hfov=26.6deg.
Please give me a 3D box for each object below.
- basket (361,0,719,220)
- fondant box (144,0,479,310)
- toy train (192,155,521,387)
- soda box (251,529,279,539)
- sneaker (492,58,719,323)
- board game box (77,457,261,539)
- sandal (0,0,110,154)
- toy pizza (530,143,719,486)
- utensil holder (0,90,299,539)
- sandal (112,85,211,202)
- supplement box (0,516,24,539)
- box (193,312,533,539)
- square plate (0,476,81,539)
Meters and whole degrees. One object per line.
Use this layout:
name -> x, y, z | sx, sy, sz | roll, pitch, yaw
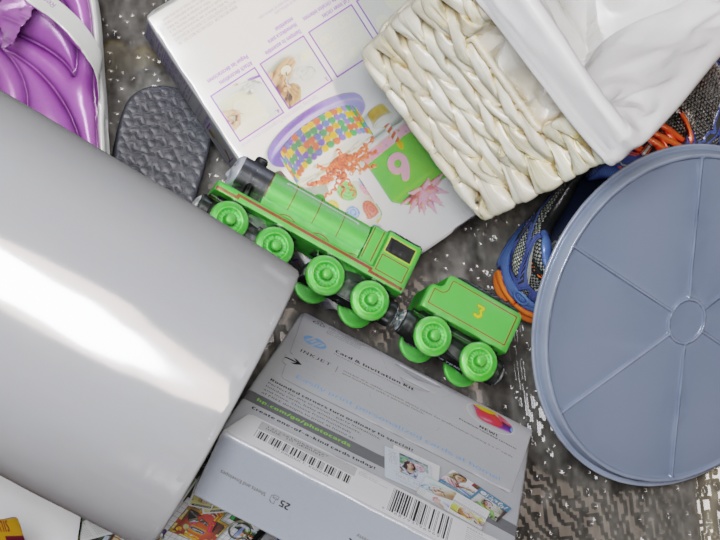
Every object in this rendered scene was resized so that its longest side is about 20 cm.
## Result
basket -> 0.110, -0.138, 0.850 | 0.136, 0.123, 0.200 | 52, 44, -8
fondant box -> -0.014, -0.098, 0.895 | 0.144, 0.058, 0.201 | -34, 93, -10
toy train -> 0.000, 0.000, 0.847 | 0.199, 0.042, 0.057 | 30, 74, -9
soda box -> 0.022, 0.209, 0.819 | 0.200, 0.071, 0.063 | 44, 78, -13
sneaker -> 0.160, -0.052, 0.907 | 0.075, 0.078, 0.200 | 36, 78, 3
board game box -> -0.058, 0.158, 0.843 | 0.198, 0.023, 0.106 | 10, 86, -17
sandal -> -0.182, -0.121, 0.856 | 0.082, 0.050, 0.204 | -17, 89, -3
toy pizza -> 0.179, 0.026, 0.879 | 0.199, 0.032, 0.202 | -6, 105, -24
utensil holder -> -0.152, 0.019, 0.748 | 0.199, 0.170, 0.171 | 29, 77, -5
sandal -> -0.135, -0.011, 0.899 | 0.076, 0.043, 0.201 | 23, 71, -8
supplement box -> -0.194, 0.225, 0.725 | 0.085, 0.110, 0.201 | -21, 78, 7
box -> 0.011, 0.099, 0.806 | 0.155, 0.200, 0.041 | 27, 108, 1
square plate -> -0.142, 0.149, 0.846 | 0.200, 0.028, 0.198 | -43, 102, -11
